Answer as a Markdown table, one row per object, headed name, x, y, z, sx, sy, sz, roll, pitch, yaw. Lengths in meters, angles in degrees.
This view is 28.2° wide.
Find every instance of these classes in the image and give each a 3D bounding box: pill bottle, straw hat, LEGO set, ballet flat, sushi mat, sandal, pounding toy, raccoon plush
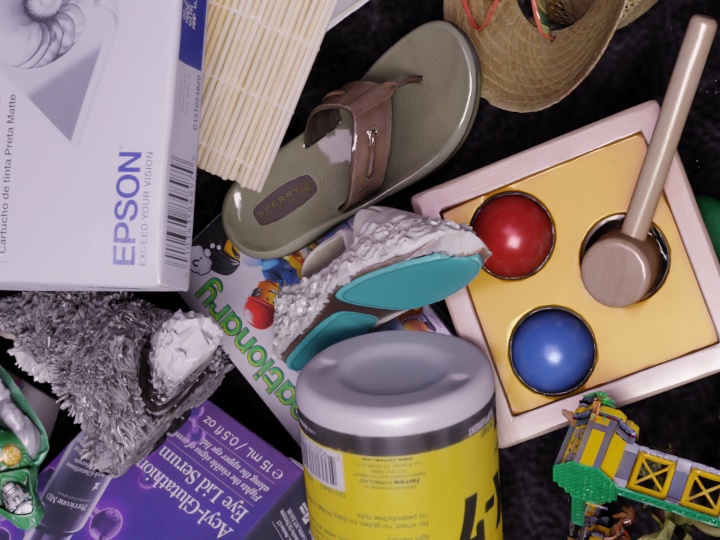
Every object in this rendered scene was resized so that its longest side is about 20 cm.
| name | x | y | z | sx | sy | sz | roll | pitch | yaw |
| --- | --- | --- | --- | --- | --- | --- | --- | --- | --- |
| pill bottle | 0.027 | 0.147 | 0.828 | 0.113 | 0.114 | 0.202 | 1 | 112 | 15 |
| straw hat | 0.137 | -0.184 | 0.865 | 0.084 | 0.200 | 0.204 | 6 | 91 | -29 |
| LEGO set | 0.188 | 0.121 | 0.818 | 0.152 | 0.201 | 0.116 | 10 | 53 | 27 |
| ballet flat | 0.000 | 0.000 | 0.843 | 0.200 | 0.071 | 0.072 | -35 | 78 | 50 |
| sushi mat | -0.066 | -0.141 | 0.799 | 0.095 | 0.012 | 0.201 | 19 | 119 | -11 |
| sandal | -0.007 | -0.075 | 0.893 | 0.200 | 0.057 | 0.080 | -39 | 74 | 12 |
| pounding toy | 0.145 | -0.017 | 0.843 | 0.198 | 0.142 | 0.186 | -21 | 84 | 14 |
| raccoon plush | -0.139 | 0.023 | 0.809 | 0.134 | 0.097 | 0.200 | 46 | 142 | 6 |

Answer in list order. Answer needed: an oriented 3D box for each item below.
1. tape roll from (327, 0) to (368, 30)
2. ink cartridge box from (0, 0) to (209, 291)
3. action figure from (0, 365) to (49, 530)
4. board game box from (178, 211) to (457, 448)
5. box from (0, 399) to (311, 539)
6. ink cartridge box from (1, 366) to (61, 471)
| name | x | y | z | sx | sy | sz | roll | pitch | yaw |
| --- | --- | --- | --- | --- | --- | --- | --- | --- | --- |
| tape roll | -0.074 | -0.234 | 0.871 | 0.071 | 0.203 | 0.203 | -38 | 79 | -11 |
| ink cartridge box | -0.179 | -0.090 | 0.768 | 0.198 | 0.041 | 0.202 | 1 | 84 | 21 |
| action figure | -0.244 | 0.067 | 0.818 | 0.118 | 0.055 | 0.200 | -40 | 81 | -12 |
| board game box | -0.023 | 0.033 | 0.942 | 0.126 | 0.035 | 0.200 | -43 | 78 | 11 |
| box | -0.132 | 0.182 | 0.875 | 0.147 | 0.105 | 0.200 | 29 | 65 | 33 |
| ink cartridge box | -0.298 | 0.114 | 0.944 | 0.127 | 0.200 | 0.127 | 13 | 75 | 15 |
